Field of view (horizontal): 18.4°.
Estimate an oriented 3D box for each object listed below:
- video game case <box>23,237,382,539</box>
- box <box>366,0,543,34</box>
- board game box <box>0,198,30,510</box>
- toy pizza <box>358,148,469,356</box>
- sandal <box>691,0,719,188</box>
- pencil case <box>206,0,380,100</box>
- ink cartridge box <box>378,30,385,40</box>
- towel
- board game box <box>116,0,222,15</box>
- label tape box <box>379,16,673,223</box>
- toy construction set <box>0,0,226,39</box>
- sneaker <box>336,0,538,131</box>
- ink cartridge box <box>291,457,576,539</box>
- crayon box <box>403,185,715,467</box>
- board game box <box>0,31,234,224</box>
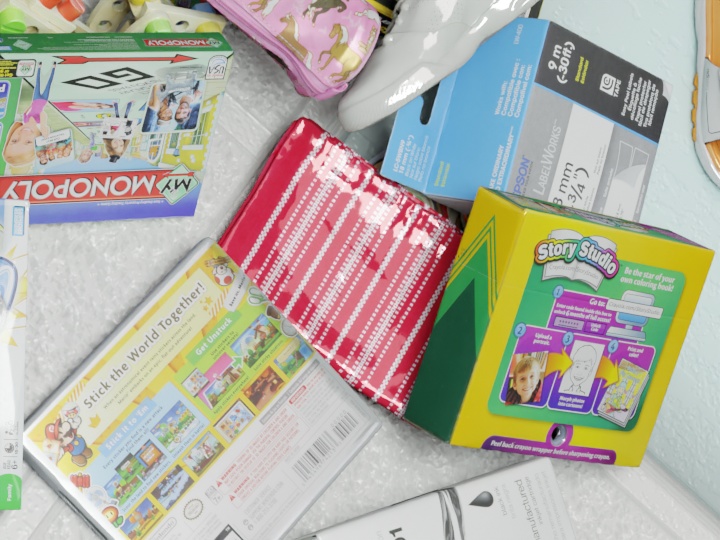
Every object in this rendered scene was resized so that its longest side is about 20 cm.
[{"bbox_3d":[-0.108,0.109,1.508,0.182,0.023,0.200,47,66,-9],"label":"video game case"},{"bbox_3d":[0.074,-0.258,1.662,0.159,0.049,0.201,25,75,-27],"label":"box"},{"bbox_3d":[-0.281,0.051,1.412,0.135,0.034,0.201,2,85,-28],"label":"board game box"},{"bbox_3d":[0.069,-0.003,1.642,0.199,0.032,0.201,8,72,-26],"label":"toy pizza"},{"bbox_3d":[0.312,-0.159,1.804,0.079,0.059,0.208,4,74,-28],"label":"sandal"},{"bbox_3d":[-0.072,-0.197,1.489,0.200,0.083,0.087,37,92,-36],"label":"pencil case"},{"bbox_3d":[0.012,-0.279,1.673,0.099,0.039,0.201,-22,99,-32],"label":"ink cartridge box"},{"bbox_3d":[0.000,0.000,1.582,0.200,0.022,0.145,35,73,-7],"label":"towel"},{"bbox_3d":[-0.130,-0.280,1.606,0.157,0.039,0.201,-2,77,-29],"label":"board game box"},{"bbox_3d":[0.125,-0.102,1.625,0.199,0.063,0.145,22,78,-35],"label":"label tape box"},{"bbox_3d":[-0.197,-0.183,1.485,0.200,0.131,0.092,42,23,-36],"label":"toy construction set"},{"bbox_3d":[0.046,-0.180,1.556,0.200,0.075,0.089,-42,97,-14],"label":"sneaker"},{"bbox_3d":[0.055,0.228,1.537,0.199,0.086,0.147,-15,83,-32],"label":"ink cartridge box"},{"bbox_3d":[0.144,0.044,1.586,0.199,0.058,0.173,11,100,-41],"label":"crayon box"},{"bbox_3d":[-0.191,-0.093,1.474,0.199,0.135,0.029,-4,37,-29],"label":"board game box"}]
